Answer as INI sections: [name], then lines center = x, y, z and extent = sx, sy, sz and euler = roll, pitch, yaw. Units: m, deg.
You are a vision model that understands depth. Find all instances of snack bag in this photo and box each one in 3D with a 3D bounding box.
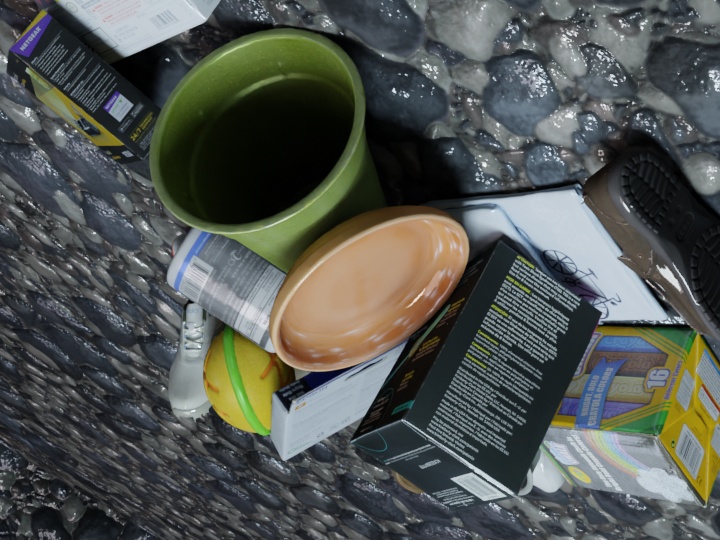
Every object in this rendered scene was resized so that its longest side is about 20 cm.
[snack bag]
center = 0.173, -0.003, 1.058
extent = 0.199, 0.021, 0.189
euler = -3, 136, 48

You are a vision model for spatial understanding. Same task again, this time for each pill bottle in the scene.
[pill bottle]
center = -0.110, 0.022, 1.273
extent = 0.199, 0.114, 0.114
euler = 33, 153, 3

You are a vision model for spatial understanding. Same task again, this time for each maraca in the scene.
[maraca]
center = -0.128, 0.137, 1.353
extent = 0.106, 0.138, 0.200
euler = -15, 156, 7

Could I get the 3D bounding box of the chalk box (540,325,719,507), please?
[chalk box]
center = 0.249, 0.138, 1.105
extent = 0.199, 0.124, 0.125
euler = 1, 141, 46

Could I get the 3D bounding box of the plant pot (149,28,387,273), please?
[plant pot]
center = -0.058, -0.081, 1.015
extent = 0.199, 0.201, 0.190
euler = 15, 161, 28

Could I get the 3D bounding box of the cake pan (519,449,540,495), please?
[cake pan]
center = 0.122, 0.163, 1.234
extent = 0.200, 0.037, 0.201
euler = 40, 158, 20

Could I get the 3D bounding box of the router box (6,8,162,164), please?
[router box]
center = -0.277, -0.177, 1.123
extent = 0.157, 0.052, 0.200
euler = 40, 171, -16

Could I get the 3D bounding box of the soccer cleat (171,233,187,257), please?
[soccer cleat]
center = -0.143, 0.017, 1.369
extent = 0.200, 0.069, 0.085
euler = 43, 137, -21

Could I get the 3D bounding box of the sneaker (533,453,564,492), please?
[sneaker]
center = 0.156, 0.225, 1.365
extent = 0.199, 0.100, 0.078
euler = 34, 154, -5

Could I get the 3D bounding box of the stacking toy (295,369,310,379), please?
[stacking toy]
center = -0.110, 0.168, 1.566
extent = 0.085, 0.086, 0.200
euler = 25, 156, 11

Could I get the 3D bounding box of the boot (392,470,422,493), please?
[boot]
center = 0.083, 0.244, 1.511
extent = 0.075, 0.074, 0.201
euler = 5, 142, 24

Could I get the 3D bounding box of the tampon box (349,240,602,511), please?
[tampon box]
center = 0.109, 0.103, 1.056
extent = 0.126, 0.201, 0.150
euler = 34, 157, -6

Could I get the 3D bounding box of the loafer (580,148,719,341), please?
[loafer]
center = 0.252, -0.021, 0.911
extent = 0.200, 0.073, 0.071
euler = 49, 158, -22

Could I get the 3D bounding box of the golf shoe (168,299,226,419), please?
[golf shoe]
center = -0.207, 0.086, 1.396
extent = 0.078, 0.201, 0.098
euler = -3, 141, 13

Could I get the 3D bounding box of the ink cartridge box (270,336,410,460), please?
[ink cartridge box]
center = -0.010, 0.126, 1.276
extent = 0.041, 0.199, 0.200
euler = 56, 159, 20

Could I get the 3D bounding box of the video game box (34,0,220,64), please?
[video game box]
center = -0.241, -0.278, 0.994
extent = 0.199, 0.047, 0.182
euler = -6, 138, 49

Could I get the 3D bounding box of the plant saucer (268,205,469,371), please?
[plant saucer]
center = 0.005, 0.012, 0.998
extent = 0.038, 0.199, 0.201
euler = 56, 166, 31
